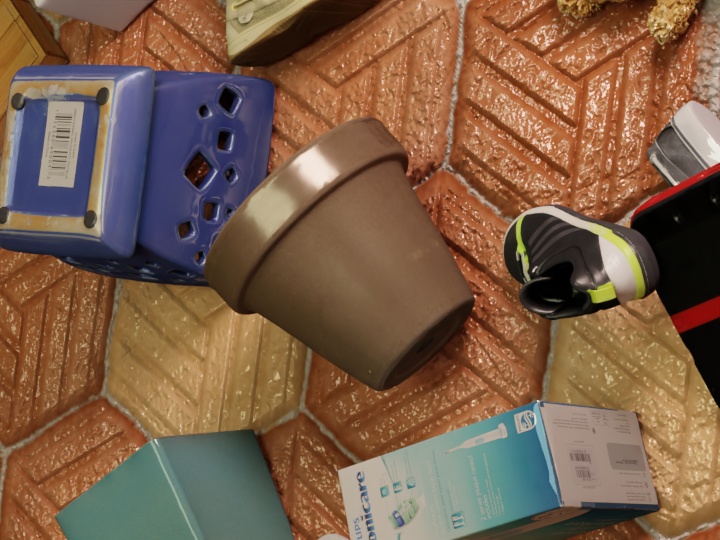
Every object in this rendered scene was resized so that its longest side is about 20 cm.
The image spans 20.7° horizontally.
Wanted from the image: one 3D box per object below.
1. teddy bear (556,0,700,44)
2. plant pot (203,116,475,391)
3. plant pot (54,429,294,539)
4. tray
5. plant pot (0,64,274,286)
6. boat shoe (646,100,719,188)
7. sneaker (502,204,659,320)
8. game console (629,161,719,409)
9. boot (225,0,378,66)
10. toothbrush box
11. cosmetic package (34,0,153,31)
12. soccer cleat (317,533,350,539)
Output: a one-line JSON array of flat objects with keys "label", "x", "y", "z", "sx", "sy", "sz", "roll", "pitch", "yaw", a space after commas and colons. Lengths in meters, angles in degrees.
[{"label": "teddy bear", "x": 0.226, "y": -0.257, "z": 1.554, "sx": 0.200, "sy": 0.067, "sz": 0.145, "roll": 21, "pitch": 99, "yaw": 39}, {"label": "plant pot", "x": 0.000, "y": 0.000, "z": 1.641, "sx": 0.175, "sy": 0.200, "sz": 0.200, "roll": 46, "pitch": 113, "yaw": 13}, {"label": "plant pot", "x": -0.140, "y": 0.264, "z": 1.733, "sx": 0.141, "sy": 0.141, "sz": 0.200, "roll": -38, "pitch": 70, "yaw": 28}, {"label": "tray", "x": -0.391, "y": -0.179, "z": 2.052, "sx": 0.200, "sy": 0.037, "sz": 0.099, "roll": -50, "pitch": 57, "yaw": 23}, {"label": "plant pot", "x": -0.217, "y": -0.094, "z": 1.811, "sx": 0.200, "sy": 0.180, "sz": 0.200, "roll": 5, "pitch": 87, "yaw": 40}, {"label": "boat shoe", "x": 0.281, "y": -0.037, "z": 1.477, "sx": 0.068, "sy": 0.072, "sz": 0.200, "roll": -48, "pitch": 58, "yaw": 24}, {"label": "sneaker", "x": 0.148, "y": -0.003, "z": 1.527, "sx": 0.200, "sy": 0.083, "sz": 0.072, "roll": 5, "pitch": 120, "yaw": 65}, {"label": "game console", "x": 0.283, "y": 0.008, "z": 1.418, "sx": 0.177, "sy": 0.031, "sz": 0.200, "roll": 61, "pitch": 152, "yaw": 2}, {"label": "boot", "x": -0.058, "y": -0.291, "z": 1.780, "sx": 0.200, "sy": 0.073, "sz": 0.155, "roll": -27, "pitch": 70, "yaw": 38}, {"label": "toothbrush box", "x": 0.106, "y": 0.171, "z": 1.539, "sx": 0.200, "sy": 0.146, "sz": 0.085, "roll": -21, "pitch": 71, "yaw": 34}, {"label": "cosmetic package", "x": -0.242, "y": -0.376, "z": 1.907, "sx": 0.200, "sy": 0.123, "sz": 0.199, "roll": -39, "pitch": 61, "yaw": 29}, {"label": "soccer cleat", "x": -0.004, "y": 0.310, "z": 1.645, "sx": 0.069, "sy": 0.085, "sz": 0.200, "roll": -34, "pitch": 64, "yaw": 30}]
